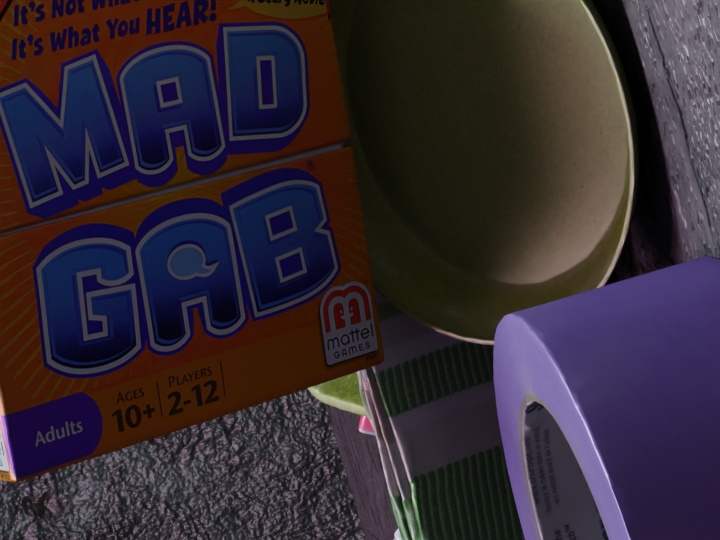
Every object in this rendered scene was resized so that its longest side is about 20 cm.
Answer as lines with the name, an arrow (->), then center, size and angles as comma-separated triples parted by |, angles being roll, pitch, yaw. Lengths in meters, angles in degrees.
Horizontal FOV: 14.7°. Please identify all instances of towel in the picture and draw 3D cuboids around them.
towel -> 0.062, 0.057, 1.306 | 0.023, 0.152, 0.200 | -21, 86, 55

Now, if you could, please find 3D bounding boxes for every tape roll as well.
tape roll -> 0.122, 0.101, 1.071 | 0.200, 0.085, 0.200 | 163, 90, -82

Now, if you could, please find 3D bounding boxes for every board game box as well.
board game box -> -0.140, -0.036, 1.235 | 0.200, 0.200, 0.200 | 3, 106, 50

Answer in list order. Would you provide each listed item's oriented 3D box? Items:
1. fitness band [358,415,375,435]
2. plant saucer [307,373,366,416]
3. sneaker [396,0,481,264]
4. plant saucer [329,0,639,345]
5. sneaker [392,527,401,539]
fitness band -> 0.034, 0.021, 1.653 | 0.200, 0.037, 0.144 | -81, 5, -77
plant saucer -> 0.036, -0.010, 1.463 | 0.199, 0.048, 0.200 | 15, 124, 45
sneaker -> 0.069, -0.082, 1.268 | 0.082, 0.074, 0.200 | -42, -62, -72
plant saucer -> 0.047, -0.067, 1.199 | 0.200, 0.031, 0.200 | 21, 122, 38
sneaker -> 0.035, 0.149, 1.384 | 0.073, 0.114, 0.201 | 33, 107, 37
